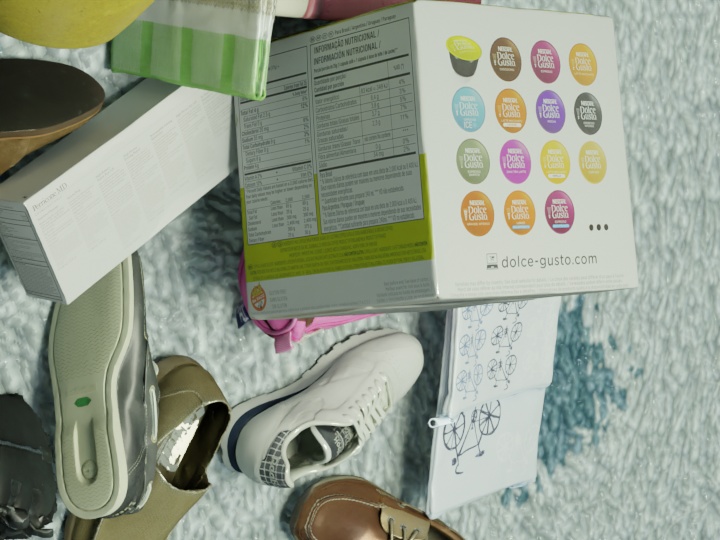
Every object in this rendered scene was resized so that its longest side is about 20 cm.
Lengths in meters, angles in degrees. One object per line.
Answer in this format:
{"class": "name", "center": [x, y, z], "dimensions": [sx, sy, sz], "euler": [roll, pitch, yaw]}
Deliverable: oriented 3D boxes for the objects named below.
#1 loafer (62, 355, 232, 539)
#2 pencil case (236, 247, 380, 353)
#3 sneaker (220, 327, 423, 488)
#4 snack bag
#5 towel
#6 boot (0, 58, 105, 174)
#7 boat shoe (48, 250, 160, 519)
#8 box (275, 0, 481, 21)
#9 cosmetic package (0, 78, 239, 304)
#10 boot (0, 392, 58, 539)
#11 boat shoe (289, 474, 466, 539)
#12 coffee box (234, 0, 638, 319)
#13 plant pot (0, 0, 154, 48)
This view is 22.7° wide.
{"class": "loafer", "center": [-0.157, 0.161, 1.325], "dimensions": [0.076, 0.067, 0.201], "euler": [23, 87, -42]}
{"class": "pencil case", "center": [0.000, 0.000, 1.404], "dimensions": [0.199, 0.091, 0.094], "euler": [-14, 79, -37]}
{"class": "sneaker", "center": [-0.014, 0.114, 1.428], "dimensions": [0.200, 0.080, 0.077], "euler": [-33, 120, -31]}
{"class": "snack bag", "center": [0.117, 0.108, 1.547], "dimensions": [0.188, 0.021, 0.201], "euler": [-9, 109, -56]}
{"class": "towel", "center": [-0.106, -0.223, 1.208], "dimensions": [0.031, 0.149, 0.201], "euler": [-8, 109, -49]}
{"class": "boot", "center": [-0.258, -0.082, 1.184], "dimensions": [0.200, 0.074, 0.076], "euler": [-26, 145, -36]}
{"class": "boat shoe", "center": [-0.177, 0.075, 1.275], "dimensions": [0.068, 0.072, 0.201], "euler": [12, 76, -59]}
{"class": "box", "center": [-0.020, -0.235, 1.290], "dimensions": [0.199, 0.128, 0.109], "euler": [-2, 103, -40]}
{"class": "cosmetic package", "center": [-0.164, -0.068, 1.247], "dimensions": [0.200, 0.051, 0.083], "euler": [-42, 128, -36]}
{"class": "boot", "center": [-0.261, 0.086, 1.190], "dimensions": [0.162, 0.073, 0.199], "euler": [42, 36, -69]}
{"class": "boat shoe", "center": [0.027, 0.222, 1.497], "dimensions": [0.200, 0.072, 0.076], "euler": [21, 88, -42]}
{"class": "coffee box", "center": [0.050, -0.073, 1.271], "dimensions": [0.199, 0.200, 0.199], "euler": [-2, 86, -41]}
{"class": "plant pot", "center": [-0.188, -0.226, 1.129], "dimensions": [0.199, 0.200, 0.142], "euler": [-11, 134, -38]}
